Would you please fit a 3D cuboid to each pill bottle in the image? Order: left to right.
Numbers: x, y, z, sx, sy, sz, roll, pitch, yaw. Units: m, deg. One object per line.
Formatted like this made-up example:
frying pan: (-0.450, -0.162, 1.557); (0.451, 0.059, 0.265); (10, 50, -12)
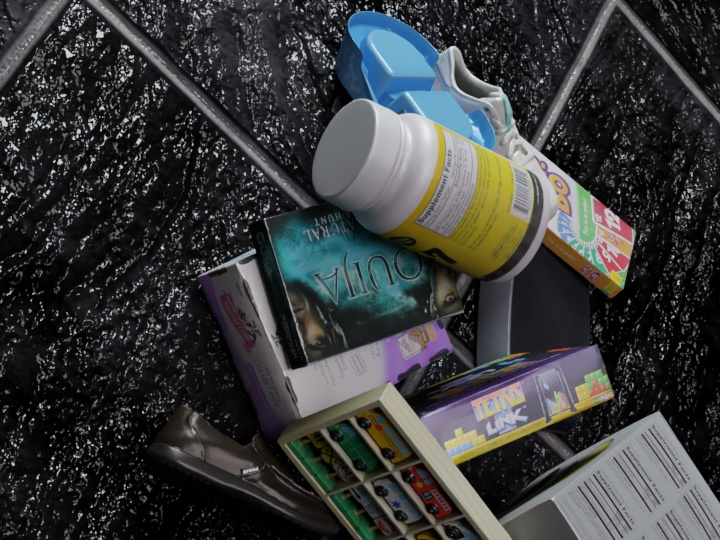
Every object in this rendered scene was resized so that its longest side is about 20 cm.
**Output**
pill bottle: (0.063, -0.072, 1.477); (0.199, 0.114, 0.115); (24, 67, -30)

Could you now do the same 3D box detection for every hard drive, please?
hard drive: (0.183, 0.061, 1.710); (0.134, 0.042, 0.201); (15, 71, -34)

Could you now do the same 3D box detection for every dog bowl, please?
dog bowl: (0.048, -0.166, 1.599); (0.111, 0.050, 0.200); (-6, 53, -45)

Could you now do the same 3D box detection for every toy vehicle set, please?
toy vehicle set: (0.033, 0.197, 1.436); (0.200, 0.124, 0.027); (52, 38, -16)

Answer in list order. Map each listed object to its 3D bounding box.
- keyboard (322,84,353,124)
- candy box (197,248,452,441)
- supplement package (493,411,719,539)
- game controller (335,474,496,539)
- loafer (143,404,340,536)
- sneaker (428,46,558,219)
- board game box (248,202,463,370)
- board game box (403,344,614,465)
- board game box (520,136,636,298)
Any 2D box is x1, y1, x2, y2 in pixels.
keyboard: (0.037, -0.097, 1.644); (0.200, 0.021, 0.127); (44, 54, -21)
candy box: (-0.030, 0.041, 1.533); (0.199, 0.071, 0.169); (-26, 97, -39)
supplement package: (0.206, 0.262, 1.527); (0.200, 0.191, 0.148); (-27, 83, -47)
game controller: (0.059, 0.269, 1.580); (0.199, 0.042, 0.105); (-16, 104, -38)
loafer: (-0.093, 0.177, 1.453); (0.199, 0.073, 0.072); (31, 64, -29)
sneaker: (0.133, -0.136, 1.647); (0.200, 0.089, 0.075); (48, 47, 7)
board game box: (0.000, 0.000, 1.501); (0.199, 0.028, 0.136); (-17, 89, -40)
board game box: (0.108, 0.129, 1.536); (0.199, 0.165, 0.057); (-20, 91, -26)
board game box: (0.205, -0.065, 1.733); (0.200, 0.030, 0.096); (36, 43, -13)
